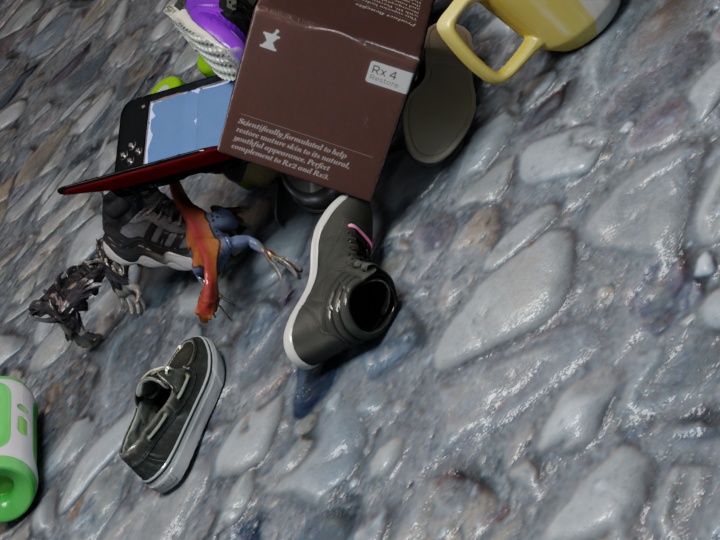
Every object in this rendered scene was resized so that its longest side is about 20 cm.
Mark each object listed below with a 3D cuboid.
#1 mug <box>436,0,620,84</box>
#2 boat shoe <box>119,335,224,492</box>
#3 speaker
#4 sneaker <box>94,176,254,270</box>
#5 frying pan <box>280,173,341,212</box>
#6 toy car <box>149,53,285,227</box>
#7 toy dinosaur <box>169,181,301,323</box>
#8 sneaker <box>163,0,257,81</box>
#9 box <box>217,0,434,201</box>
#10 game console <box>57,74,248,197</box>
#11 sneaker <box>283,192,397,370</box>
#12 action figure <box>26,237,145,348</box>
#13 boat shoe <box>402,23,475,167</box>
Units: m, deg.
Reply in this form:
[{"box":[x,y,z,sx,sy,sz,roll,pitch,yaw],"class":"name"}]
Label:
[{"box":[0.163,-0.284,1.673,0.186,0.153,0.150,-40,26,14],"class":"mug"},{"box":[-0.190,0.128,1.714,0.072,0.071,0.201,-31,29,29],"class":"boat shoe"},{"box":[-0.406,0.199,1.930,0.088,0.088,0.200,-42,26,10],"class":"speaker"},{"box":[-0.220,-0.065,1.934,0.199,0.114,0.076,1,34,28],"class":"sneaker"},{"box":[-0.045,-0.158,1.830,0.114,0.031,0.192,2,92,36],"class":"frying pan"},{"box":[-0.133,-0.135,1.928,0.157,0.164,0.201,-37,39,19],"class":"toy car"},{"box":[-0.168,-0.013,1.806,0.105,0.199,0.181,-58,-5,14],"class":"toy dinosaur"},{"box":[-0.146,-0.278,1.864,0.099,0.070,0.200,-39,33,-3],"class":"sneaker"},{"box":[-0.030,-0.206,1.700,0.200,0.165,0.165,-75,4,-57],"class":"box"},{"box":[-0.204,-0.151,1.807,0.199,0.119,0.174,-12,59,25],"class":"game console"},{"box":[0.000,0.000,1.618,0.099,0.071,0.201,-17,42,41],"class":"sneaker"},{"box":[-0.312,0.029,2.017,0.118,0.102,0.200,-27,16,31],"class":"action figure"},{"box":[0.082,-0.170,1.768,0.063,0.072,0.201,97,-177,-49],"class":"boat shoe"}]
